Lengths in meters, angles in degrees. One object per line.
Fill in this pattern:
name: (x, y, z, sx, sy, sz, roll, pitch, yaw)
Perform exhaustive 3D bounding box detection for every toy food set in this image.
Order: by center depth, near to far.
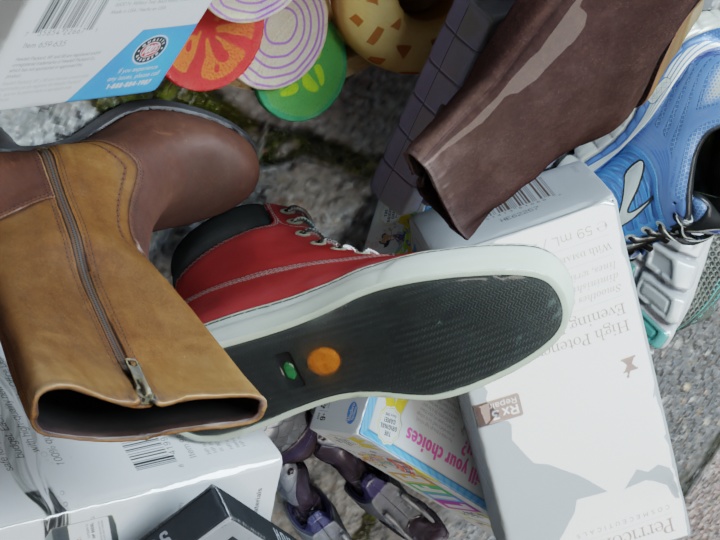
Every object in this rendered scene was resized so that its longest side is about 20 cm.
toy food set: (-0.016, -0.163, 0.914, 0.197, 0.049, 0.201, -24, 133, -19)

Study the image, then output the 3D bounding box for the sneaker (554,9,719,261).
sneaker: (0.153, -0.037, 1.049, 0.078, 0.089, 0.201, -14, 144, -47)

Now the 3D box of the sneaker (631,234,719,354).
sneaker: (0.208, -0.045, 1.160, 0.091, 0.078, 0.201, -7, 130, -51)

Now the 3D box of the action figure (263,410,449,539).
action figure: (-0.031, 0.099, 1.088, 0.130, 0.069, 0.200, -38, 134, 0)

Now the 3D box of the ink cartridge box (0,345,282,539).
ink cartridge box: (-0.160, 0.095, 0.936, 0.198, 0.145, 0.085, -10, 130, -29)

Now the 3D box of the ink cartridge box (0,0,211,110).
ink cartridge box: (-0.088, -0.160, 0.762, 0.115, 0.067, 0.200, -14, 146, -54)

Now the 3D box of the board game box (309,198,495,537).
board game box: (0.059, 0.060, 1.094, 0.200, 0.034, 0.136, 36, 65, -47)

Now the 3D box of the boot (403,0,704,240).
boot: (0.088, -0.101, 0.870, 0.166, 0.072, 0.200, -43, 159, -8)

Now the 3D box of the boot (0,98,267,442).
boot: (-0.091, -0.005, 0.870, 0.187, 0.200, 0.069, 3, 119, -37)

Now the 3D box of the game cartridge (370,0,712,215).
game cartridge: (0.099, -0.105, 1.006, 0.199, 0.038, 0.130, -19, 141, -43)

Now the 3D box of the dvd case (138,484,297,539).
dvd case: (-0.079, 0.184, 0.954, 0.150, 0.025, 0.200, -37, 147, 6)

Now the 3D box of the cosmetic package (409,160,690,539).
cosmetic package: (0.099, 0.056, 1.025, 0.101, 0.074, 0.202, -18, 112, -2)

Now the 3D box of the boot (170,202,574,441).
boot: (0.000, 0.000, 0.942, 0.198, 0.145, 0.073, -12, 122, 8)
